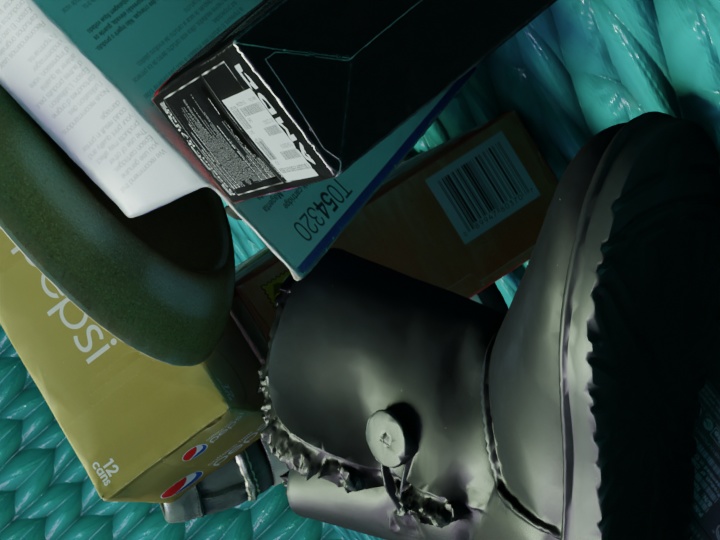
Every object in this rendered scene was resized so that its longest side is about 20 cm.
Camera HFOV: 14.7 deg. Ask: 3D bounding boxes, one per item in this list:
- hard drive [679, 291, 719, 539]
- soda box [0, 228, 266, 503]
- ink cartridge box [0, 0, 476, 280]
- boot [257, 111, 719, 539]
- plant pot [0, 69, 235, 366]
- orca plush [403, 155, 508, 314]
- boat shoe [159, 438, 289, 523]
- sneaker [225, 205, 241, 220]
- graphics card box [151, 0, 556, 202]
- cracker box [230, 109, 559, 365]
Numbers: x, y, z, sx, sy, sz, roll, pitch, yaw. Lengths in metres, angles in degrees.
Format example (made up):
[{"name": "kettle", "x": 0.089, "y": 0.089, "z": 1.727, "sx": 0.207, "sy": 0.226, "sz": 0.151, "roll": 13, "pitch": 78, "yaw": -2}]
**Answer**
[{"name": "hard drive", "x": 0.106, "y": 0.098, "z": 1.006, "sx": 0.140, "sy": 0.033, "sz": 0.200, "roll": 53, "pitch": 132, "yaw": 21}, {"name": "soda box", "x": -0.111, "y": -0.010, "z": 1.077, "sx": 0.201, "sy": 0.064, "sz": 0.068, "roll": 57, "pitch": -166, "yaw": 15}, {"name": "ink cartridge box", "x": -0.066, "y": -0.100, "z": 1.002, "sx": 0.200, "sy": 0.043, "sz": 0.196, "roll": 48, "pitch": -148, "yaw": -5}, {"name": "boot", "x": 0.037, "y": 0.023, "z": 0.973, "sx": 0.167, "sy": 0.076, "sz": 0.201, "roll": 22, "pitch": 124, "yaw": 36}, {"name": "plant pot", "x": -0.105, "y": -0.056, "z": 1.014, "sx": 0.200, "sy": 0.027, "sz": 0.200, "roll": 49, "pitch": -165, "yaw": -19}, {"name": "orca plush", "x": 0.042, "y": -0.006, "z": 1.326, "sx": 0.199, "sy": 0.071, "sz": 0.106, "roll": 33, "pitch": 123, "yaw": 17}, {"name": "boat shoe", "x": -0.101, "y": 0.015, "z": 1.142, "sx": 0.200, "sy": 0.062, "sz": 0.073, "roll": 55, "pitch": 168, "yaw": 20}, {"name": "sneaker", "x": -0.071, "y": -0.064, "z": 1.452, "sx": 0.118, "sy": 0.074, "sz": 0.200, "roll": 53, "pitch": 169, "yaw": 2}, {"name": "graphics card box", "x": 0.009, "y": -0.078, "z": 0.829, "sx": 0.051, "sy": 0.125, "sz": 0.200, "roll": 52, "pitch": 171, "yaw": -5}, {"name": "cracker box", "x": 0.000, "y": 0.000, "z": 1.168, "sx": 0.058, "sy": 0.134, "sz": 0.200, "roll": 58, "pitch": 168, "yaw": -2}]
